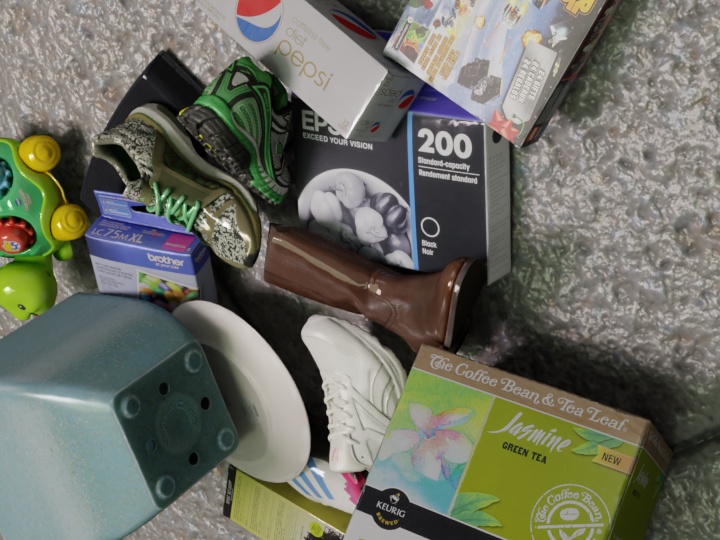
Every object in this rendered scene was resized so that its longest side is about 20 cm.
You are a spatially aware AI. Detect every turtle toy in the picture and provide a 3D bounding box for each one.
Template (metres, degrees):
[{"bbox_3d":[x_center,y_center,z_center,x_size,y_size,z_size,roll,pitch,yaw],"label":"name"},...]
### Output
[{"bbox_3d":[-0.360,-0.049,1.336,0.146,0.101,0.200,-5,108,54],"label":"turtle toy"}]

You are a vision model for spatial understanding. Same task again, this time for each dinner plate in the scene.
[{"bbox_3d":[-0.127,0.122,1.233,0.200,0.024,0.200,25,132,31],"label":"dinner plate"}]

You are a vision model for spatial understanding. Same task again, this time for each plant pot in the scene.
[{"bbox_3d":[-0.232,0.141,1.192,0.200,0.196,0.197,-5,112,42],"label":"plant pot"}]

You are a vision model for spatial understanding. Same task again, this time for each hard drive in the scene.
[{"bbox_3d":[-0.200,-0.100,1.252,0.135,0.042,0.200,46,130,10],"label":"hard drive"}]

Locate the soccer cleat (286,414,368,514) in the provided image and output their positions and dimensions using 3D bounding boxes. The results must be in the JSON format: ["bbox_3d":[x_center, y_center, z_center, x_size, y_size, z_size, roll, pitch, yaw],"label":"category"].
[{"bbox_3d":[-0.012,0.203,1.250,0.200,0.070,0.086,28,141,26],"label":"soccer cleat"}]

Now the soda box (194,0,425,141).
[{"bbox_3d":[-0.043,-0.190,1.051,0.200,0.064,0.068,44,115,24],"label":"soda box"}]

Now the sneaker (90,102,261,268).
[{"bbox_3d":[-0.170,-0.066,1.149,0.200,0.089,0.077,44,134,21],"label":"sneaker"}]

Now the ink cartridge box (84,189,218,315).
[{"bbox_3d":[-0.202,0.017,1.269,0.119,0.042,0.200,11,130,18],"label":"ink cartridge box"}]

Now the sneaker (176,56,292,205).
[{"bbox_3d":[-0.084,-0.116,1.089,0.078,0.200,0.085,40,86,11],"label":"sneaker"}]

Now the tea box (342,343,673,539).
[{"bbox_3d":[0.119,0.191,1.033,0.200,0.134,0.197,17,78,26],"label":"tea box"}]

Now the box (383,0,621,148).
[{"bbox_3d":[0.119,-0.211,0.946,0.137,0.040,0.200,38,118,17],"label":"box"}]

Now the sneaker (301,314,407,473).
[{"bbox_3d":[0.001,0.132,1.147,0.200,0.099,0.078,55,155,-14],"label":"sneaker"}]

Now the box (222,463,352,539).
[{"bbox_3d":[-0.047,0.259,1.305,0.200,0.050,0.075,25,124,26],"label":"box"}]

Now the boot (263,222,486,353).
[{"bbox_3d":[0.000,0.000,1.079,0.200,0.064,0.186,28,155,10],"label":"boot"}]

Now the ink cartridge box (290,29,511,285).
[{"bbox_3d":[0.032,-0.100,1.083,0.198,0.043,0.200,12,116,32],"label":"ink cartridge box"}]
